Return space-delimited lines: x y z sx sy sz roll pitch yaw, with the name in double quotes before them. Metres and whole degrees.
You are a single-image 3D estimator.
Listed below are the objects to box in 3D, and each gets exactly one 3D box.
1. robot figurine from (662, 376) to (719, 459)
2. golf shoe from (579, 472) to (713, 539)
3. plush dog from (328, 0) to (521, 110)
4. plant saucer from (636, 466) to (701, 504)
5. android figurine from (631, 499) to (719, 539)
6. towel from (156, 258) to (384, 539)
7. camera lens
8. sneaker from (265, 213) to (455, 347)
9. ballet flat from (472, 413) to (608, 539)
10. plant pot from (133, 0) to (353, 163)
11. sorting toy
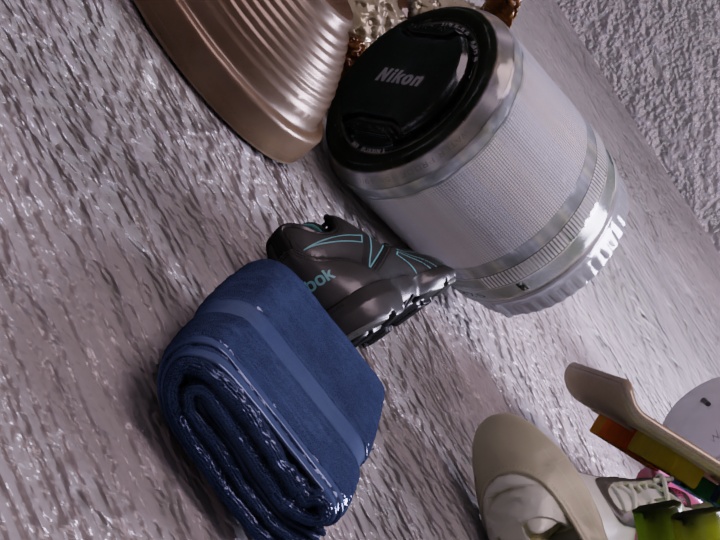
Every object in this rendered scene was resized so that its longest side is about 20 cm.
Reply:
"robot figurine" 0.352 0.187 1.906 0.200 0.150 0.125 54 43 -3
"golf shoe" 0.170 0.159 1.438 0.200 0.088 0.077 32 27 -55
"plush dog" 0.023 -0.182 1.699 0.172 0.161 0.200 16 30 -26
"plant saucer" 0.259 0.239 1.625 0.201 0.051 0.201 51 13 -17
"android figurine" 0.203 0.239 1.280 0.182 0.041 0.200 177 -95 -75
"towel" -0.043 0.061 1.026 0.112 0.049 0.200 53 14 -6
"camera lens" 0.084 -0.081 1.566 0.200 0.160 0.160 44 17 -38
"sneaker" 0.000 0.000 1.269 0.079 0.075 0.200 53 13 6
"ballet flat" 0.117 0.174 1.279 0.200 0.069 0.069 58 14 14
"plant pot" -0.069 -0.177 1.428 0.201 0.093 0.201 51 13 -17
"sorting toy" 0.236 0.142 1.531 0.200 0.036 0.185 37 -3 -7
